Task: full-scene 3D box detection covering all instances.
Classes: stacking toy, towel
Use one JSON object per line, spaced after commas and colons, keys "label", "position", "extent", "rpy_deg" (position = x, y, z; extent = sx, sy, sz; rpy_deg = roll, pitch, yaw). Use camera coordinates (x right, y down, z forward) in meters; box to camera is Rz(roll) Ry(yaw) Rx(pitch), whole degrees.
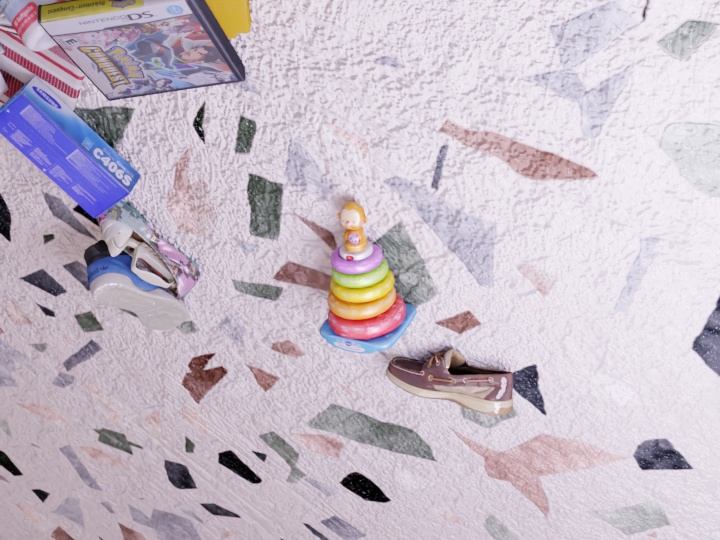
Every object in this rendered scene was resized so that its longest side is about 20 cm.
{"label": "stacking toy", "position": [0.000, 0.000, 1.514], "extent": [0.115, 0.110, 0.201], "rpy_deg": [11, 126, 27]}
{"label": "towel", "position": [-0.445, -0.276, 1.556], "extent": [0.143, 0.023, 0.200], "rpy_deg": [33, 143, -5]}

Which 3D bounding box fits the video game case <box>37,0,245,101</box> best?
{"label": "video game case", "position": [-0.247, -0.260, 1.323], "extent": [0.179, 0.026, 0.200], "rpy_deg": [-7, 161, 9]}

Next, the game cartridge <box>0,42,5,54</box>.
{"label": "game cartridge", "position": [-0.551, -0.323, 1.412], "extent": [0.129, 0.038, 0.201], "rpy_deg": [-31, 114, -1]}

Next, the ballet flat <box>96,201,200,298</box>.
{"label": "ballet flat", "position": [-0.328, -0.033, 1.698], "extent": [0.200, 0.071, 0.069], "rpy_deg": [41, 139, -11]}

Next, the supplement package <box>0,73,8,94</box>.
{"label": "supplement package", "position": [-0.586, -0.300, 1.516], "extent": [0.120, 0.120, 0.201], "rpy_deg": [-3, 120, 34]}

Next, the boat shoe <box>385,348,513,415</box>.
{"label": "boat shoe", "position": [0.126, 0.143, 1.608], "extent": [0.199, 0.072, 0.073], "rpy_deg": [15, 109, 35]}

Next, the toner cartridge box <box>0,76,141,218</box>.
{"label": "toner cartridge box", "position": [-0.412, -0.169, 1.600], "extent": [0.095, 0.043, 0.200], "rpy_deg": [-26, 119, 38]}

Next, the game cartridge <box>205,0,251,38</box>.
{"label": "game cartridge", "position": [-0.214, -0.337, 1.267], "extent": [0.174, 0.033, 0.201], "rpy_deg": [2, 150, 0]}

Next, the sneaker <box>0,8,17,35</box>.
{"label": "sneaker", "position": [-0.381, -0.320, 1.428], "extent": [0.198, 0.079, 0.079], "rpy_deg": [17, -175, -3]}

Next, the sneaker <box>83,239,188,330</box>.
{"label": "sneaker", "position": [-0.348, 0.016, 1.771], "extent": [0.077, 0.112, 0.199], "rpy_deg": [-36, 146, 20]}

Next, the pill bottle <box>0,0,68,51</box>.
{"label": "pill bottle", "position": [-0.395, -0.367, 1.332], "extent": [0.108, 0.109, 0.201], "rpy_deg": [-30, 95, 47]}
